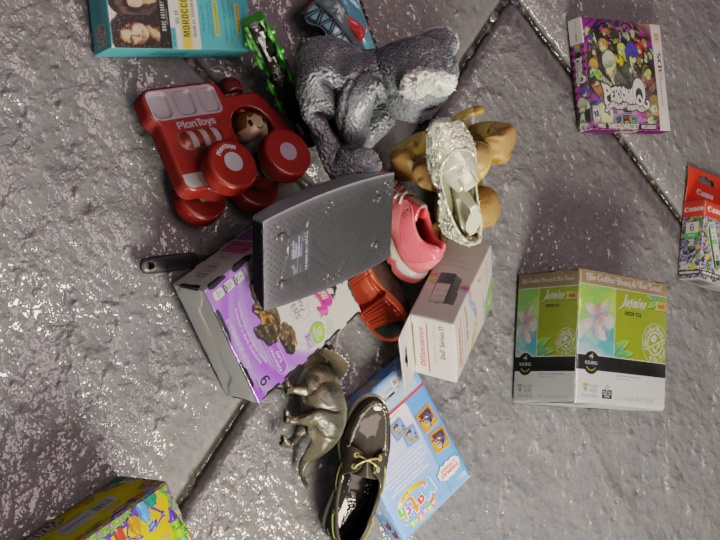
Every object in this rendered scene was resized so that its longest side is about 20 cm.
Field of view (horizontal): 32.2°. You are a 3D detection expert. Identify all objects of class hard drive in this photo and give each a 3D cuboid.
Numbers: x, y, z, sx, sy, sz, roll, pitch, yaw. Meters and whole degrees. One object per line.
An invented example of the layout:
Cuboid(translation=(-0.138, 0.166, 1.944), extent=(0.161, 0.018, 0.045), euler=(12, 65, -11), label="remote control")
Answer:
Cuboid(translation=(-0.046, -0.043, 1.502), extent=(0.199, 0.042, 0.136), euler=(-23, 130, -33), label="hard drive")

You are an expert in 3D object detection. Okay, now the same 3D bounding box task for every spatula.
Cuboid(translation=(-0.187, -0.015, 1.550), extent=(0.198, 0.020, 0.057), euler=(-8, 97, -37), label="spatula")

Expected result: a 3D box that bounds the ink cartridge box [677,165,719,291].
Cuboid(translation=(0.604, -0.073, 2.143), extent=(0.108, 0.050, 0.202), euler=(14, 78, -36), label="ink cartridge box")

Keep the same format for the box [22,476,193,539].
Cuboid(translation=(-0.280, 0.365, 1.381), extent=(0.199, 0.121, 0.194), euler=(-31, 104, -36), label="box")

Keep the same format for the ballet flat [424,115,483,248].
Cuboid(translation=(0.129, -0.107, 1.587), extent=(0.072, 0.071, 0.201), euler=(-51, 145, -29), label="ballet flat")

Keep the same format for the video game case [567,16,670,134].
Cuboid(translation=(0.423, -0.315, 2.036), extent=(0.198, 0.036, 0.183), euler=(-3, 86, -37), label="video game case")

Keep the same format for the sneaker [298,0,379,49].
Cuboid(translation=(-0.023, -0.282, 1.682), extent=(0.095, 0.079, 0.201), euler=(-27, 110, -8), label="sneaker")

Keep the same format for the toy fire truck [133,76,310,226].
Cuboid(translation=(-0.164, -0.160, 1.537), extent=(0.199, 0.112, 0.169), euler=(-16, 77, -38), label="toy fire truck")

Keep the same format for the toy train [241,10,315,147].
Cuboid(translation=(-0.100, -0.241, 1.587), extent=(0.041, 0.057, 0.201), euler=(-22, 132, 4), label="toy train")

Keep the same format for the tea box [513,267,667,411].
Cuboid(translation=(0.347, 0.107, 1.877), extent=(0.198, 0.133, 0.199), euler=(8, 81, -36), label="tea box")

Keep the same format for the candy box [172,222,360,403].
Cuboid(translation=(-0.111, 0.035, 1.557), extent=(0.200, 0.071, 0.169), euler=(-41, 120, -32), label="candy box")

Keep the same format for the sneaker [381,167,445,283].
Cuboid(translation=(0.052, -0.087, 1.678), extent=(0.073, 0.087, 0.201), euler=(-27, 84, -45), label="sneaker")

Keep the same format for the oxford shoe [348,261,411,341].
Cuboid(translation=(0.000, 0.000, 1.677), extent=(0.201, 0.071, 0.073), euler=(57, 27, -14), label="oxford shoe")

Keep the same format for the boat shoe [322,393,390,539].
Cuboid(translation=(0.002, 0.262, 1.611), extent=(0.071, 0.061, 0.203), euler=(11, 95, -17), label="boat shoe")

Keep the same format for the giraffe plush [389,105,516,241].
Cuboid(translation=(0.135, -0.119, 1.735), extent=(0.171, 0.200, 0.164), euler=(-17, 116, -3), label="giraffe plush")

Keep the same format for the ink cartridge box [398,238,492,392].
Cuboid(translation=(0.118, 0.066, 1.691), extent=(0.118, 0.067, 0.201), euler=(82, 28, -43), label="ink cartridge box")

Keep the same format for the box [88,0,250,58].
Cuboid(translation=(-0.231, -0.305, 1.526), extent=(0.199, 0.049, 0.083), euler=(-7, 90, -38), label="box")

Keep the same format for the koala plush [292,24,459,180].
Cuboid(translation=(0.034, -0.233, 1.563), extent=(0.185, 0.198, 0.178), euler=(62, 23, -24), label="koala plush")

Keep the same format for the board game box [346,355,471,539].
Cuboid(translation=(0.054, 0.242, 1.702), extent=(0.151, 0.036, 0.201), euler=(-37, 107, -33), label="board game box")

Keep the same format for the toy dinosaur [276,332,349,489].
Cuboid(translation=(-0.054, 0.175, 1.594), extent=(0.101, 0.077, 0.202), euler=(-3, 79, -20), label="toy dinosaur")
